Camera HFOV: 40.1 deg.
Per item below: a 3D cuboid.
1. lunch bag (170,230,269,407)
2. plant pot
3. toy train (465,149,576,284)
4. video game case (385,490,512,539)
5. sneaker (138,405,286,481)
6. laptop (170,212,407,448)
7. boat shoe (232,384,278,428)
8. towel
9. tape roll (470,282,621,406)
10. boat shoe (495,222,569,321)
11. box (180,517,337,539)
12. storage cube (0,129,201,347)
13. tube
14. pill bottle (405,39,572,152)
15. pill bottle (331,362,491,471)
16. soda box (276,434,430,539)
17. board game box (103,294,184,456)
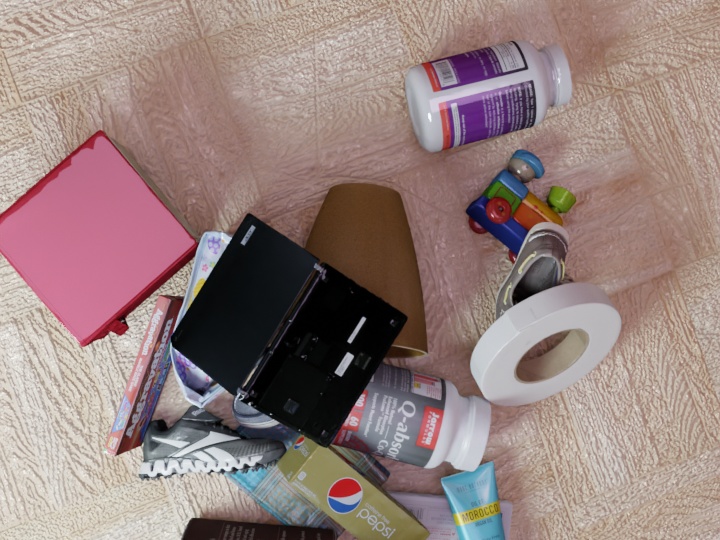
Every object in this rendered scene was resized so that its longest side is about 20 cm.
[{"bbox_3d":[-0.159,0.062,1.210,0.126,0.170,0.202,19,88,-1],"label":"lunch bag"},{"bbox_3d":[0.000,0.000,1.230,0.184,0.186,0.203,6,80,-5],"label":"plant pot"},{"bbox_3d":[0.247,-0.058,1.293,0.199,0.085,0.116,38,75,-5],"label":"toy train"},{"bbox_3d":[0.097,0.390,1.310,0.197,0.023,0.184,7,91,-11],"label":"video game case"},{"bbox_3d":[-0.191,0.215,1.250,0.197,0.066,0.092,-7,79,14],"label":"sneaker"},{"bbox_3d":[-0.082,0.068,1.119,0.199,0.103,0.178,32,90,-24],"label":"laptop"},{"bbox_3d":[-0.106,0.136,1.209,0.199,0.092,0.075,-28,57,30],"label":"boat shoe"},{"bbox_3d":[-0.078,0.259,1.298,0.200,0.022,0.147,41,89,-5],"label":"towel"},{"bbox_3d":[0.234,0.096,1.243,0.201,0.204,0.037,-24,53,-4],"label":"tape roll"},{"bbox_3d":[0.213,0.034,1.247,0.071,0.060,0.201,17,130,3],"label":"boat shoe"},{"bbox_3d":[-0.131,0.419,1.218,0.197,0.164,0.168,4,96,-2],"label":"box"},{"bbox_3d":[-0.311,-0.037,1.194,0.180,0.171,0.200,-42,94,-4],"label":"storage cube"},{"bbox_3d":[0.161,0.358,1.289,0.077,0.050,0.203,-13,90,-22],"label":"tube"},{"bbox_3d":[0.163,-0.227,1.258,0.198,0.112,0.114,-14,93,-5],"label":"pill bottle"},{"bbox_3d":[0.059,0.186,1.260,0.198,0.116,0.117,15,91,-5],"label":"pill bottle"},{"bbox_3d":[-0.008,0.284,1.222,0.200,0.068,0.064,42,84,-20],"label":"soda box"},{"bbox_3d":[-0.263,0.129,1.236,0.019,0.103,0.202,20,90,8],"label":"board game box"}]
